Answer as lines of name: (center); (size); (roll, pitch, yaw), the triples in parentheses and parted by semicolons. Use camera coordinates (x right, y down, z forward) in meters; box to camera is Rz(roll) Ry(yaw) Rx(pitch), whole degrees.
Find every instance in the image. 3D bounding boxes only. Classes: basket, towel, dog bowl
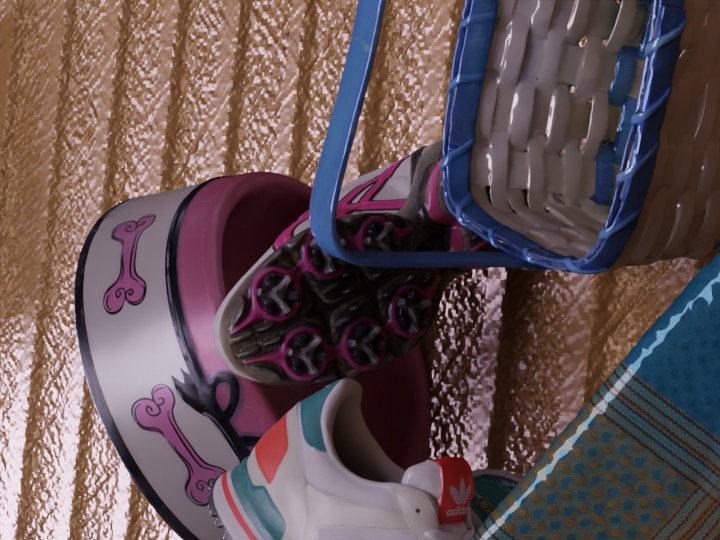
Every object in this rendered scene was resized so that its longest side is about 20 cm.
basket: (0.077, -0.080, 1.091); (0.139, 0.199, 0.178); (23, 102, 50)
towel: (0.139, 0.100, 1.017); (0.200, 0.146, 0.022); (-50, 5, 15)
dog bowl: (-0.043, 0.042, 1.244); (0.074, 0.200, 0.201); (-27, 63, 28)

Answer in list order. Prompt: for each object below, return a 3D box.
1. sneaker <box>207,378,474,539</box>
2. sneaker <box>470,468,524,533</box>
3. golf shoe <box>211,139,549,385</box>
sneaker: (0.024, 0.131, 1.109); (0.094, 0.070, 0.200); (-49, 66, 14)
sneaker: (0.056, 0.190, 1.171); (0.077, 0.079, 0.202); (138, 130, -62)
golf shoe: (0.000, 0.000, 1.201); (0.092, 0.200, 0.073); (-12, 105, 49)
